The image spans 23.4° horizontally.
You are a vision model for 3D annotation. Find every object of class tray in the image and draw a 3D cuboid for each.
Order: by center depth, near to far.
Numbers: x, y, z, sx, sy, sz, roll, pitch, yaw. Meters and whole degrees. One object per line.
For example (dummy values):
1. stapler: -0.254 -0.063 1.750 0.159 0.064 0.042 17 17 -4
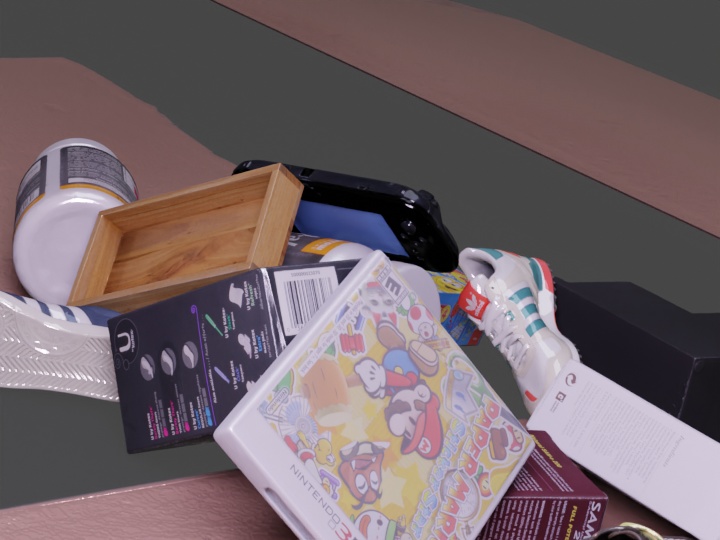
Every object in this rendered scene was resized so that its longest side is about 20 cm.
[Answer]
1. tray: -0.141 -0.017 1.389 0.199 0.099 0.037 -13 -40 36

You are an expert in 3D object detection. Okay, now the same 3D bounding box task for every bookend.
1. bookend: 0.291 0.080 1.593 0.198 0.093 0.200 -1 21 -38

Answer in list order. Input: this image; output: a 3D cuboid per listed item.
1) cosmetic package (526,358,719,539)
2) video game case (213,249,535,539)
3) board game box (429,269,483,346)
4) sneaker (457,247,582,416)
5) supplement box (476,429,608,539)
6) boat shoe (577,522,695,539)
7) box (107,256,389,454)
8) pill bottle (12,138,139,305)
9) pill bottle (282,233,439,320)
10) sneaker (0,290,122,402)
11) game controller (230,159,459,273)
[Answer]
1. cosmetic package: 0.235 0.151 1.333 0.200 0.074 0.102 33 0 44
2. video game case: 0.017 0.112 1.147 0.182 0.023 0.200 51 46 -11
3. board game box: 0.000 0.000 1.601 0.200 0.056 0.196 31 13 26
4. sneaker: 0.130 0.053 1.528 0.093 0.070 0.200 18 36 -22
5. supplement box: 0.064 0.162 1.258 0.199 0.061 0.109 4 21 -22
6. boat shoe: 0.181 0.209 1.195 0.201 0.061 0.072 -7 26 -44
7. box: -0.075 0.063 1.252 0.122 0.107 0.200 -4 -9 -42
8. pill bottle: -0.255 -0.047 1.575 0.116 0.117 0.200 8 19 -12
9. pill bottle: -0.043 0.029 1.412 0.199 0.117 0.116 9 13 36
10. sneaker: -0.249 0.054 1.372 0.199 0.075 0.085 17 11 -3
11. game controller: -0.013 -0.043 1.424 0.199 0.105 0.042 12 55 34
